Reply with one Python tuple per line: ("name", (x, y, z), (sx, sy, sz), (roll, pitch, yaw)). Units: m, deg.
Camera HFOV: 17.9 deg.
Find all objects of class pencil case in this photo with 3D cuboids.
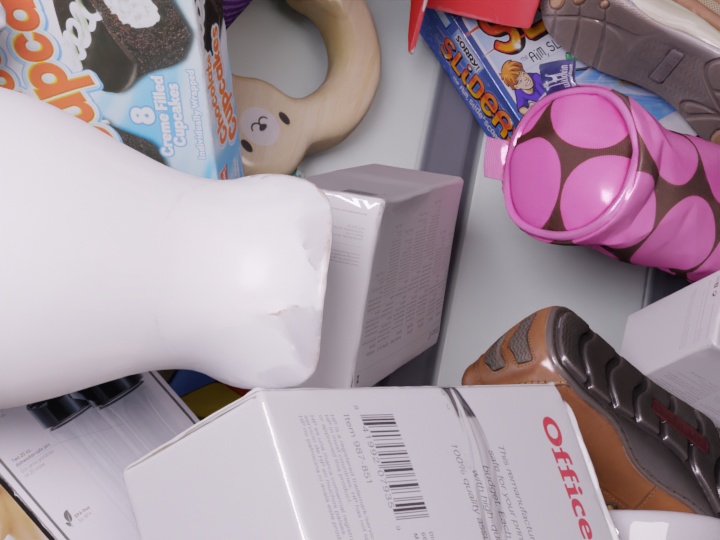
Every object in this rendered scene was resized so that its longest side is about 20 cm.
("pencil case", (0.153, -0.033, 1.141), (0.199, 0.093, 0.092), (22, 70, -46))

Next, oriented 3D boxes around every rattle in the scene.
("rattle", (-0.025, -0.100, 1.092), (0.130, 0.142, 0.202), (25, 51, -35))

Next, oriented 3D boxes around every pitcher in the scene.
("pitcher", (-0.132, -0.005, 0.870), (0.198, 0.171, 0.123), (6, 85, -23))

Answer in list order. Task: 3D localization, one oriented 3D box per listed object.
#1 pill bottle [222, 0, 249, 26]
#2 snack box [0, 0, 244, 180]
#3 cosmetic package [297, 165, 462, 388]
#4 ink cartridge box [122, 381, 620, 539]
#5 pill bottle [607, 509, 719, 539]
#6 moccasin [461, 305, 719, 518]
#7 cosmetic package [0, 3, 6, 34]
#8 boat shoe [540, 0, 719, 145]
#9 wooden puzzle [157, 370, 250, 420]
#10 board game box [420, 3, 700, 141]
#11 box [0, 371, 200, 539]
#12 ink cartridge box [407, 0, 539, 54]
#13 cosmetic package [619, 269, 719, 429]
("pill bottle", (-0.106, -0.139, 1.011), (0.111, 0.200, 0.112), (30, 35, -24))
("snack box", (-0.116, -0.108, 0.933), (0.115, 0.202, 0.037), (3, 31, 15))
("cosmetic package", (0.000, 0.000, 1.012), (0.050, 0.200, 0.083), (9, 96, 11))
("ink cartridge box", (0.018, 0.127, 0.904), (0.199, 0.083, 0.146), (3, 63, -51))
("pill bottle", (0.115, 0.212, 1.019), (0.110, 0.111, 0.202), (6, 78, -23))
("moccasin", (0.130, 0.101, 1.110), (0.201, 0.077, 0.074), (36, 38, -29))
("cosmetic package", (-0.275, -0.069, 0.915), (0.198, 0.200, 0.124), (-25, 77, -32))
("boat shoe", (0.190, -0.118, 1.195), (0.199, 0.076, 0.072), (33, 56, -10))
("wooden puzzle", (-0.048, 0.112, 1.029), (0.199, 0.046, 0.186), (36, 59, -7))
("board game box", (0.140, -0.123, 1.238), (0.199, 0.034, 0.136), (-30, 82, -32))
("box", (-0.105, 0.102, 0.931), (0.200, 0.060, 0.117), (48, 34, 5))
("ink cartridge box", (0.072, -0.209, 1.165), (0.067, 0.117, 0.201), (11, 49, -4))
("cosmetic package", (0.231, 0.073, 1.149), (0.199, 0.082, 0.051), (30, 56, -21))
